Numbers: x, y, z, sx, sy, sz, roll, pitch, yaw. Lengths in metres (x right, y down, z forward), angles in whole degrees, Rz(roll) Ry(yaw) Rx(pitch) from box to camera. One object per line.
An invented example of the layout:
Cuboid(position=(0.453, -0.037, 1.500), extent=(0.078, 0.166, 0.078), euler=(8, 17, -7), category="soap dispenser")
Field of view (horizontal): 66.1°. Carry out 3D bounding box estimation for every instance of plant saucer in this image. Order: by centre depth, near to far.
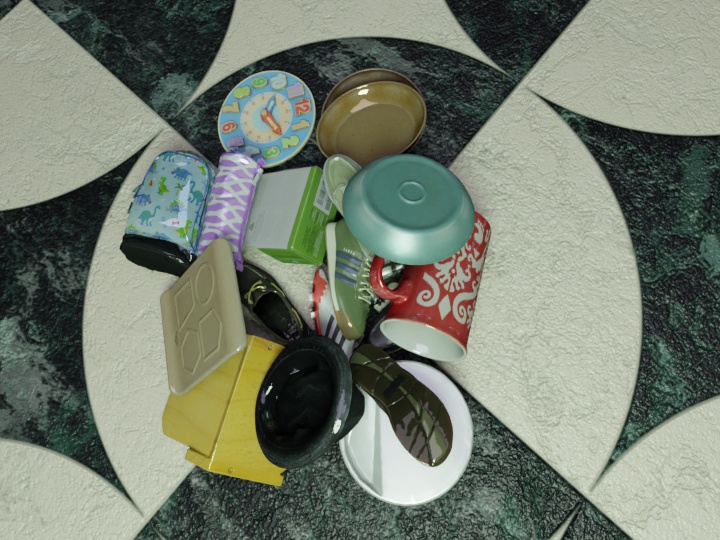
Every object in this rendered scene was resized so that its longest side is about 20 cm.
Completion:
Cuboid(position=(0.072, -0.101, 0.790), extent=(0.194, 0.036, 0.204), euler=(3, 56, -4), category="plant saucer")
Cuboid(position=(0.020, -0.245, 0.961), extent=(0.195, 0.036, 0.204), euler=(-9, 56, 12), category="plant saucer")
Cuboid(position=(0.025, -0.279, 1.030), extent=(0.195, 0.037, 0.206), euler=(-2, 74, 7), category="plant saucer")

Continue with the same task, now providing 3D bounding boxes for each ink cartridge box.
Cuboid(position=(-0.140, -0.095, 0.982), extent=(0.197, 0.075, 0.151), euler=(3, 71, 43), category="ink cartridge box")

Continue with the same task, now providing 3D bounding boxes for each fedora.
Cuboid(position=(-0.062, 0.191, 0.792), extent=(0.198, 0.091, 0.205), euler=(-24, 53, 36), category="fedora")

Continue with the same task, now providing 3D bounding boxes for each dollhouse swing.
Cuboid(position=(-0.201, 0.216, 0.912), extent=(0.179, 0.174, 0.205), euler=(25, 73, -30), category="dollhouse swing")

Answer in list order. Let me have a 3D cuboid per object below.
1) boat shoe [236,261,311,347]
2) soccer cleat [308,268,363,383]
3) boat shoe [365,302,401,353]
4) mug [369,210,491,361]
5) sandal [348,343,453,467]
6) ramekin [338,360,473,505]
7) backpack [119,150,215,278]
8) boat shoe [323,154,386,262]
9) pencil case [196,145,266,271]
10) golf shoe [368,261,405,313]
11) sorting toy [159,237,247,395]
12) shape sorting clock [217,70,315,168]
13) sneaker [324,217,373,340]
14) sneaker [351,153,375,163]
Cuboid(position=(-0.159, 0.052, 0.941), extent=(0.072, 0.061, 0.201), euler=(-44, 74, -7), category="boat shoe")
Cuboid(position=(-0.039, 0.091, 0.904), extent=(0.083, 0.069, 0.204), euler=(-6, 64, -10), category="soccer cleat")
Cuboid(position=(0.089, 0.065, 0.911), extent=(0.199, 0.063, 0.074), euler=(-35, 76, -3), category="boat shoe")
Cuboid(position=(0.113, 0.003, 0.809), extent=(0.131, 0.178, 0.204), euler=(7, 63, 32), category="mug")
Cuboid(position=(0.056, 0.189, 0.788), extent=(0.082, 0.055, 0.199), euler=(-42, 60, -13), category="sandal")
Cuboid(position=(0.068, 0.244, 0.843), extent=(0.197, 0.094, 0.208), euler=(-2, 74, 5), category="ramekin")
Cuboid(position=(-0.320, -0.109, 0.974), extent=(0.159, 0.155, 0.203), euler=(16, 61, 9), category="backpack")
Cuboid(position=(-0.003, -0.106, 0.844), extent=(0.071, 0.062, 0.203), euler=(-28, 66, -1), category="boat shoe")
Cuboid(position=(-0.218, -0.101, 0.946), extent=(0.083, 0.084, 0.205), euler=(7, 77, 12), category="pencil case")
Cuboid(position=(0.042, -0.015, 0.931), extent=(0.199, 0.078, 0.095), euler=(-40, 73, -7), category="golf shoe")
Cuboid(position=(-0.248, 0.076, 0.874), extent=(0.198, 0.036, 0.189), euler=(-34, 60, 35), category="sorting toy")
Cuboid(position=(-0.180, -0.291, 1.054), extent=(0.194, 0.039, 0.205), euler=(-2, 73, 6), category="shape sorting clock")
Cuboid(position=(0.000, 0.000, 0.867), extent=(0.088, 0.067, 0.205), euler=(-19, 63, 21), category="sneaker")
Cuboid(position=(0.046, -0.136, 0.942), extent=(0.195, 0.077, 0.115), euler=(11, 39, 6), category="sneaker")
